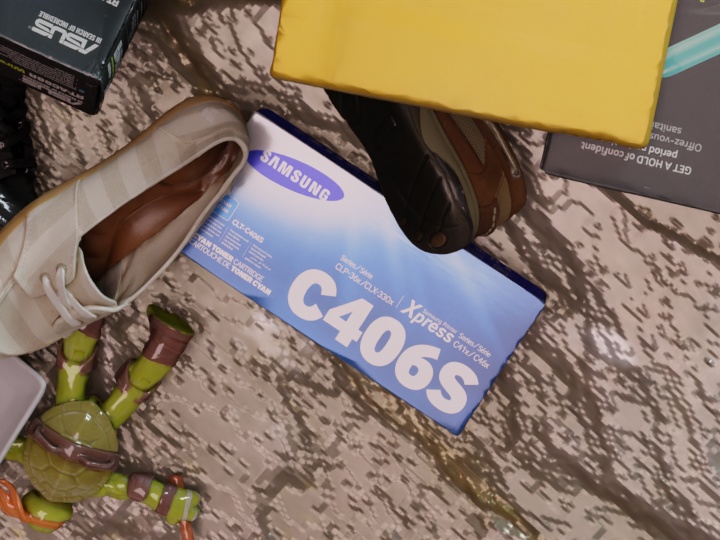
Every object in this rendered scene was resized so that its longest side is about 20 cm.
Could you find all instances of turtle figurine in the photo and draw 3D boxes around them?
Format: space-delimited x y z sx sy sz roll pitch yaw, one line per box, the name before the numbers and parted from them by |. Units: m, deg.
turtle figurine | -0.173 0.089 1.195 0.199 0.064 0.162 23 100 3

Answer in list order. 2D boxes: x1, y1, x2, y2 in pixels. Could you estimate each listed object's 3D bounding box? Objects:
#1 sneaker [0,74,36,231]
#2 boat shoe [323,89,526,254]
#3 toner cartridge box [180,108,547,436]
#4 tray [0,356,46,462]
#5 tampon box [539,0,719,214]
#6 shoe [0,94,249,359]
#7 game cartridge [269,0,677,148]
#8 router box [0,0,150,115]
sneaker | -0.216 -0.109 1.162 0.104 0.060 0.200 -41 81 11
boat shoe | 0.030 -0.107 1.145 0.074 0.076 0.201 -19 81 -31
toner cartridge box | 0.000 0.000 1.173 0.199 0.043 0.095 33 99 1
tray | -0.274 0.052 1.196 0.200 0.022 0.108 37 102 20
tampon box | 0.191 -0.138 1.089 0.149 0.126 0.201 14 100 6
shoe | -0.140 -0.019 1.119 0.200 0.053 0.070 -42 125 2
game cartridge | 0.065 -0.166 1.030 0.199 0.032 0.177 12 99 7
router box | -0.203 -0.196 1.111 0.199 0.062 0.151 24 72 -4
